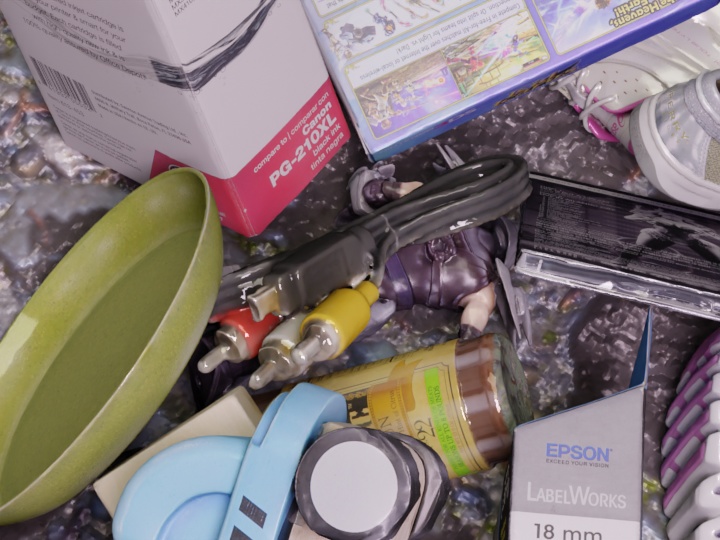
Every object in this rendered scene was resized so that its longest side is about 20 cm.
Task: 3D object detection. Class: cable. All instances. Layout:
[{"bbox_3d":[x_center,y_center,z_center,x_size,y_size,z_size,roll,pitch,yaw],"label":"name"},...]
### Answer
[{"bbox_3d":[0.000,0.000,1.122,0.200,0.097,0.050,-29,108,-42],"label":"cable"}]

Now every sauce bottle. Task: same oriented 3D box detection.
[{"bbox_3d":[-0.019,0.083,1.110,0.199,0.065,0.065,-17,62,14],"label":"sauce bottle"}]

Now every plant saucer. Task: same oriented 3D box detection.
[{"bbox_3d":[-0.125,0.041,1.099,0.031,0.200,0.200,37,62,-21],"label":"plant saucer"}]

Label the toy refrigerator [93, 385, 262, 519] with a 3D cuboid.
[{"bbox_3d":[-0.031,0.156,1.053,0.076,0.070,0.200,-33,90,1],"label":"toy refrigerator"}]

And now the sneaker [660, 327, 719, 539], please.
[{"bbox_3d":[0.195,0.124,1.125,0.088,0.081,0.201,4,67,-9],"label":"sneaker"}]

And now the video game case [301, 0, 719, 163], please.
[{"bbox_3d":[0.058,-0.178,1.205,0.199,0.045,0.182,-24,83,1],"label":"video game case"}]

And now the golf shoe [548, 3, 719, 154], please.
[{"bbox_3d":[0.125,-0.114,1.243,0.199,0.075,0.092,15,66,6],"label":"golf shoe"}]

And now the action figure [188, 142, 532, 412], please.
[{"bbox_3d":[0.002,0.009,1.177,0.199,0.069,0.130,-17,58,-16],"label":"action figure"}]

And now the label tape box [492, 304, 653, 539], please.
[{"bbox_3d":[0.092,0.133,1.072,0.063,0.144,0.201,5,62,1],"label":"label tape box"}]

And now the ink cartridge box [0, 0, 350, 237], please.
[{"bbox_3d":[-0.104,-0.131,1.144,0.145,0.200,0.084,26,62,35],"label":"ink cartridge box"}]

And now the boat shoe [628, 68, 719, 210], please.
[{"bbox_3d":[0.229,-0.062,1.189,0.201,0.065,0.075,11,60,-32],"label":"boat shoe"}]

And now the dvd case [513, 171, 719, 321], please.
[{"bbox_3d":[0.149,-0.008,1.138,0.148,0.200,0.016,13,104,2],"label":"dvd case"}]

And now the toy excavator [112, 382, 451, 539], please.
[{"bbox_3d":[-0.084,0.128,0.981,0.199,0.100,0.195,18,89,13],"label":"toy excavator"}]
